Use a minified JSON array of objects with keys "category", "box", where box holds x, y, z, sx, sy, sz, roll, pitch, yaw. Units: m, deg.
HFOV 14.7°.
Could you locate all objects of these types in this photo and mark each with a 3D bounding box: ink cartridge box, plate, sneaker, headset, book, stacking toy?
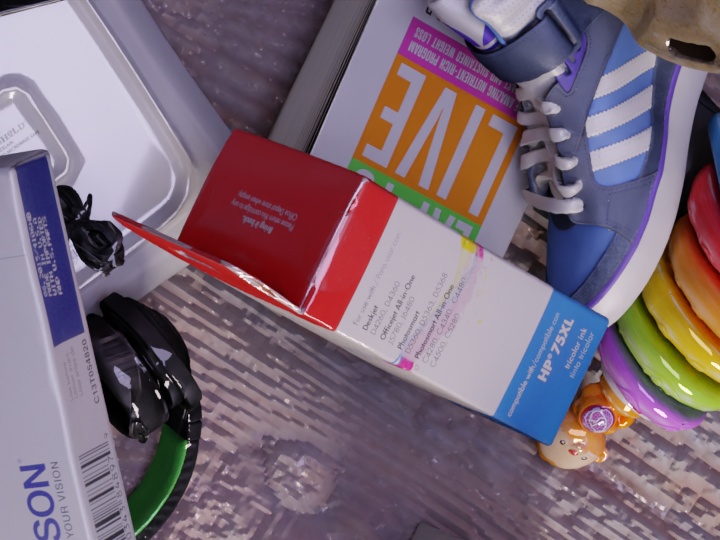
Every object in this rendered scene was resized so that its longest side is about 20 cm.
[{"category":"ink cartridge box","box":[0.000,0.000,1.251,0.199,0.116,0.068,30,86,-36]},{"category":"plate","box":[-0.168,-0.055,1.307,0.199,0.032,0.201,-36,104,-11]},{"category":"ink cartridge box","box":[-0.207,0.058,1.239,0.199,0.041,0.201,-8,100,27]},{"category":"sneaker","box":[0.083,-0.083,1.317,0.146,0.081,0.201,15,96,-26]},{"category":"headset","box":[-0.126,0.057,1.279,0.123,0.094,0.201,-18,121,-29]},{"category":"book","box":[0.032,-0.072,1.353,0.133,0.048,0.201,26,88,-32]},{"category":"stacking toy","box":[0.156,0.033,1.362,0.116,0.110,0.200,35,118,-24]}]

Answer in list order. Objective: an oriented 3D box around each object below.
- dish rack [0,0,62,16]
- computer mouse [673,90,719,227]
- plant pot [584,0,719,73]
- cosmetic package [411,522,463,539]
[{"category":"dish rack","box":[-0.185,-0.164,1.187,0.152,0.200,0.055,-16,74,-8]},{"category":"computer mouse","box":[0.215,-0.040,1.413,0.140,0.046,0.200,-41,104,-8]},{"category":"plant pot","box":[0.177,-0.195,1.233,0.201,0.200,0.184,49,66,-15]},{"category":"cosmetic package","box":[0.067,0.197,1.313,0.081,0.200,0.113,26,85,-18]}]
